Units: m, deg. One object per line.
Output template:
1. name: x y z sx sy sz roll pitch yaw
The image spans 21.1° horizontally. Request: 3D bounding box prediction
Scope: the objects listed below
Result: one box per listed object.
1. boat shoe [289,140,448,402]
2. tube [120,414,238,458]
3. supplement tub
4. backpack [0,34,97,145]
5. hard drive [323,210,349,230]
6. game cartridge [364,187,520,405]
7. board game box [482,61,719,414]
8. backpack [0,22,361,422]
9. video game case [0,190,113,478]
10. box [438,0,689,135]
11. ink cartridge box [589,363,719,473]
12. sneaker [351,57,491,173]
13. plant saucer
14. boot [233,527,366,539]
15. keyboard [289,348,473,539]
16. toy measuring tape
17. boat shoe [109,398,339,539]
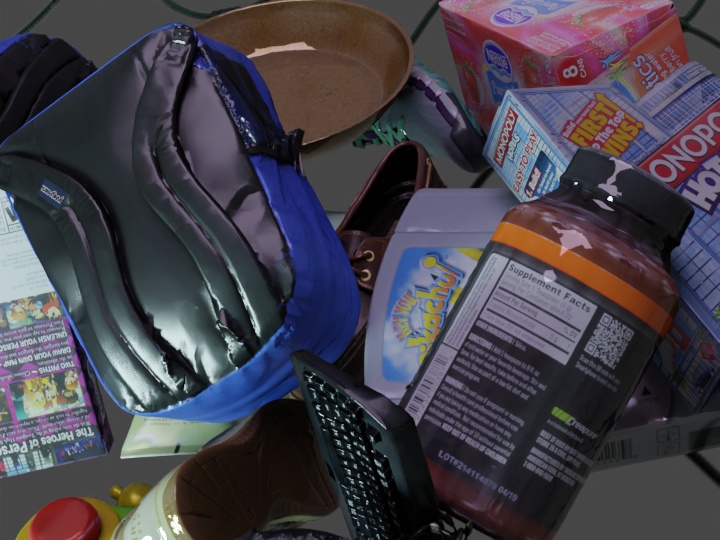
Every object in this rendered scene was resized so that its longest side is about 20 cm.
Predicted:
1. boat shoe: 0.000 0.000 1.217 0.070 0.071 0.201 6 45 22
2. tube: -0.102 0.044 1.263 0.058 0.052 0.201 -42 27 38
3. supplement tub: 0.096 0.039 1.004 0.107 0.107 0.201 27 85 40
4. backpack: -0.260 -0.062 1.333 0.167 0.163 0.200 -10 34 46
5. hard drive: 0.049 0.013 1.260 0.198 0.026 0.132 3 43 21
6. game cartridge: 0.070 0.034 1.121 0.132 0.041 0.201 -2 53 16
7. board game box: 0.181 -0.050 1.120 0.200 0.062 0.200 41 54 16
8. backpack: -0.086 -0.016 1.129 0.162 0.167 0.201 -36 66 20
9. video game case: -0.272 0.048 1.210 0.198 0.183 0.036 -13 12 4
10. box: 0.139 -0.136 1.306 0.094 0.103 0.200 -22 24 -12
11. ink cartridge box: 0.155 0.021 1.160 0.161 0.057 0.202 -12 58 3
12. sneaker: 0.027 -0.104 1.389 0.087 0.075 0.200 -39 34 1
13. plant saucer: -0.058 -0.125 1.353 0.198 0.036 0.201 -7 37 5
14. boot: -0.029 0.171 0.978 0.199 0.168 0.077 25 72 38
15. keyboard: 0.012 0.129 0.965 0.104 0.201 0.040 27 61 33
16. toy measuring tape: -0.186 0.190 1.097 0.073 0.074 0.200 16 48 33
17. boat shoe: -0.070 0.122 1.090 0.062 0.074 0.200 -28 -8 26
